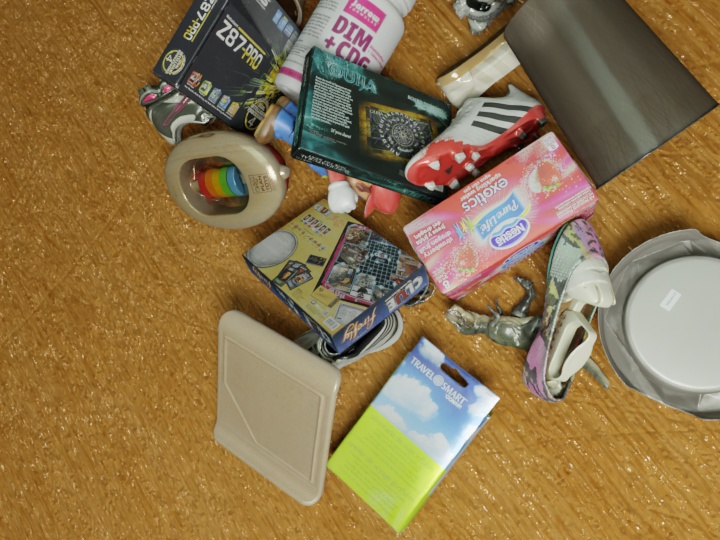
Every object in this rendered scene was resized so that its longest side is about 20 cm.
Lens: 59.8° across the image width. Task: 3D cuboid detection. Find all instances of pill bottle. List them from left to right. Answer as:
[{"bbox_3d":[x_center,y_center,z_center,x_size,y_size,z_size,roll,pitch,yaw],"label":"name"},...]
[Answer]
[{"bbox_3d":[-0.014,-0.298,0.807,0.113,0.113,0.200,32,93,18],"label":"pill bottle"}]

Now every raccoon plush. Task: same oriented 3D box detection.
[{"bbox_3d":[0.131,-0.403,0.812,0.097,0.134,0.200,-30,42,27],"label":"raccoon plush"}]

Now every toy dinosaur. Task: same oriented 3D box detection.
[{"bbox_3d":[0.204,0.060,0.734,0.199,0.047,0.088,20,93,14],"label":"toy dinosaur"}]

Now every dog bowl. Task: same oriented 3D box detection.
[{"bbox_3d":[0.360,0.057,0.676,0.199,0.059,0.201,-2,82,16],"label":"dog bowl"}]

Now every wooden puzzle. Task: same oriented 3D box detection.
[{"bbox_3d":[-0.107,0.167,0.777,0.185,0.037,0.201,25,119,27],"label":"wooden puzzle"}]

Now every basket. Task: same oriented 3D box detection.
[{"bbox_3d":[0.256,-0.210,0.667,0.200,0.180,0.136,55,135,5],"label":"basket"}]

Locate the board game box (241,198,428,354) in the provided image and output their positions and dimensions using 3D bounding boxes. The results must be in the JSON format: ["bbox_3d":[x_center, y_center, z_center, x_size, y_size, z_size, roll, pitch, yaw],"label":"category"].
[{"bbox_3d":[-0.035,-0.002,0.750,0.135,0.035,0.200,-36,46,-18],"label":"board game box"}]

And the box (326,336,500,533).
[{"bbox_3d":[0.064,0.194,0.755,0.122,0.048,0.200,38,95,18],"label":"box"}]

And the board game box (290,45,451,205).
[{"bbox_3d":[0.020,-0.169,0.746,0.028,0.199,0.136,-25,54,58],"label":"board game box"}]

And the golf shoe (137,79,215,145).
[{"bbox_3d":[-0.216,-0.259,0.897,0.200,0.077,0.088,-26,96,15],"label":"golf shoe"}]

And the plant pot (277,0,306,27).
[{"bbox_3d":[-0.123,-0.465,0.832,0.200,0.200,0.199,24,82,18],"label":"plant pot"}]

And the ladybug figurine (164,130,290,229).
[{"bbox_3d":[-0.172,-0.126,0.839,0.199,0.072,0.136,3,120,29],"label":"ladybug figurine"}]

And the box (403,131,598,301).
[{"bbox_3d":[0.163,-0.056,0.730,0.200,0.100,0.096,-33,75,10],"label":"box"}]

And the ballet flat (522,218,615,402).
[{"bbox_3d":[0.228,0.048,0.666,0.069,0.071,0.201,10,100,-23],"label":"ballet flat"}]

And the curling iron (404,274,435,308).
[{"bbox_3d":[0.000,0.000,0.811,0.199,0.026,0.050,19,86,19],"label":"curling iron"}]

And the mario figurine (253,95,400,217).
[{"bbox_3d":[-0.041,-0.127,0.796,0.200,0.106,0.124,33,65,-4],"label":"mario figurine"}]

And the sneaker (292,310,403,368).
[{"bbox_3d":[-0.050,0.095,0.767,0.200,0.115,0.076,-31,76,12],"label":"sneaker"}]

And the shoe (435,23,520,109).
[{"bbox_3d":[0.187,-0.275,0.774,0.200,0.070,0.053,-35,102,9],"label":"shoe"}]

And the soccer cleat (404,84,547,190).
[{"bbox_3d":[0.130,-0.162,0.749,0.200,0.069,0.085,-27,63,-14],"label":"soccer cleat"}]

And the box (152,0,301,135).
[{"bbox_3d":[-0.154,-0.271,0.802,0.049,0.200,0.161,32,92,20],"label":"box"}]
